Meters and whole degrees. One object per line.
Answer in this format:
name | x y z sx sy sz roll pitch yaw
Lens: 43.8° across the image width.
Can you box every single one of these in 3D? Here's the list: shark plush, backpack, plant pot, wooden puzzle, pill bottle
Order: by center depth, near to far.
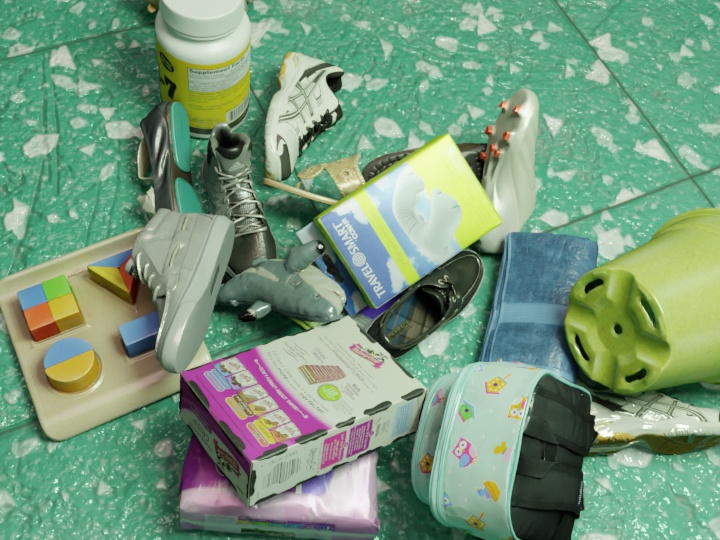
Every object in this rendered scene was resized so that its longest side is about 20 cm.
backpack | 0.135 0.173 0.857 0.153 0.200 0.176 11 79 25
plant pot | 0.323 0.046 0.948 0.184 0.201 0.201 -12 60 -34
shark plush | -0.108 0.021 0.966 0.199 0.091 0.083 6 43 15
wooden puzzle | -0.280 0.057 0.966 0.185 0.046 0.200 -22 65 -17
pill bottle | -0.189 -0.264 1.085 0.114 0.200 0.115 4 58 -6

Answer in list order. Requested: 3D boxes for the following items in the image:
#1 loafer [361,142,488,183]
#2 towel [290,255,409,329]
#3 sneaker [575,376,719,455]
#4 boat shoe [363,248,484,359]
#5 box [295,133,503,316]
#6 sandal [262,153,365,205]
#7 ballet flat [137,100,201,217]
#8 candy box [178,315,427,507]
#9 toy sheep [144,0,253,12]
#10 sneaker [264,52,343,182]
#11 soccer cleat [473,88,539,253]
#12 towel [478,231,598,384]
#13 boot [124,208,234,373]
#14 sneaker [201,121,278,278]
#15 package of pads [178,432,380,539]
loafer | 0.091 -0.120 1.122 0.199 0.071 0.073 -7 105 -19
towel | 0.000 0.000 1.059 0.143 0.023 0.200 33 60 11
sneaker | 0.316 0.151 0.983 0.199 0.076 0.088 2 59 -8
boat shoe | 0.082 0.037 1.016 0.200 0.057 0.069 -40 91 -30
box | 0.043 -0.049 0.999 0.200 0.048 0.122 -34 97 -8
sandal | -0.003 -0.100 1.049 0.211 0.078 0.070 19 94 -3
ballet flat | -0.230 -0.105 1.066 0.073 0.073 0.201 -7 72 -12
candy box | -0.055 0.128 0.864 0.199 0.061 0.136 -17 41 -33
toy sheep | -0.206 -0.392 1.198 0.199 0.138 0.138 -4 60 0
sneaker | -0.068 -0.194 1.125 0.087 0.076 0.201 11 59 -1
soccer cleat | 0.184 -0.117 1.083 0.077 0.201 0.069 9 14 -21
towel | 0.202 0.047 1.015 0.111 0.049 0.201 4 61 26
boot | -0.203 0.017 0.943 0.095 0.074 0.200 10 48 4
sneaker | -0.145 -0.086 1.034 0.075 0.116 0.200 -15 62 -16
package of pads | -0.077 0.200 0.897 0.199 0.076 0.121 6 55 -5
